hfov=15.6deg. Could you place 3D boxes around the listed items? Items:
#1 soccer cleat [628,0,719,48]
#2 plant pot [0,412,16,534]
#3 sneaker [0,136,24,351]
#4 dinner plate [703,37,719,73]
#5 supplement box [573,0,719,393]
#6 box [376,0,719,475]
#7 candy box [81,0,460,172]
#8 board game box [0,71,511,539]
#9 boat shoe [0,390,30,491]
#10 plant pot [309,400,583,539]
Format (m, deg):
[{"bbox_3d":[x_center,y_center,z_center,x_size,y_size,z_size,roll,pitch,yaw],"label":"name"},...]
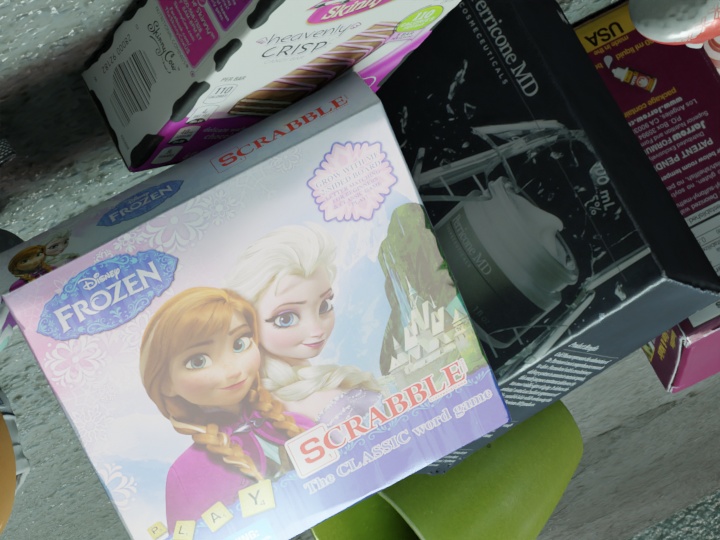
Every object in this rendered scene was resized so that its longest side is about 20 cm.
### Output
[{"bbox_3d":[0.232,-0.195,1.450,0.200,0.069,0.085,-30,156,-7],"label":"soccer cleat"},{"bbox_3d":[-0.272,0.116,1.360,0.200,0.200,0.140,-37,179,28],"label":"plant pot"},{"bbox_3d":[-0.196,-0.016,1.255,0.140,0.078,0.200,-51,168,30],"label":"sneaker"},{"bbox_3d":[0.286,-0.185,1.607,0.200,0.024,0.200,-27,164,-8],"label":"dinner plate"},{"bbox_3d":[0.183,-0.046,1.566,0.103,0.200,0.131,-27,165,-6],"label":"supplement box"},{"bbox_3d":[0.056,-0.023,1.423,0.197,0.200,0.124,-34,164,16],"label":"box"},{"bbox_3d":[-0.023,-0.129,1.219,0.136,0.061,0.200,-14,158,-41],"label":"candy box"},{"bbox_3d":[-0.049,0.035,1.271,0.200,0.041,0.200,-28,121,-6],"label":"board game box"},{"bbox_3d":[-0.256,0.146,1.663,0.074,0.065,0.200,-21,162,-26],"label":"boat shoe"},{"bbox_3d":[0.084,0.178,2.183,0.200,0.187,0.187,-38,169,-26],"label":"plant pot"}]
